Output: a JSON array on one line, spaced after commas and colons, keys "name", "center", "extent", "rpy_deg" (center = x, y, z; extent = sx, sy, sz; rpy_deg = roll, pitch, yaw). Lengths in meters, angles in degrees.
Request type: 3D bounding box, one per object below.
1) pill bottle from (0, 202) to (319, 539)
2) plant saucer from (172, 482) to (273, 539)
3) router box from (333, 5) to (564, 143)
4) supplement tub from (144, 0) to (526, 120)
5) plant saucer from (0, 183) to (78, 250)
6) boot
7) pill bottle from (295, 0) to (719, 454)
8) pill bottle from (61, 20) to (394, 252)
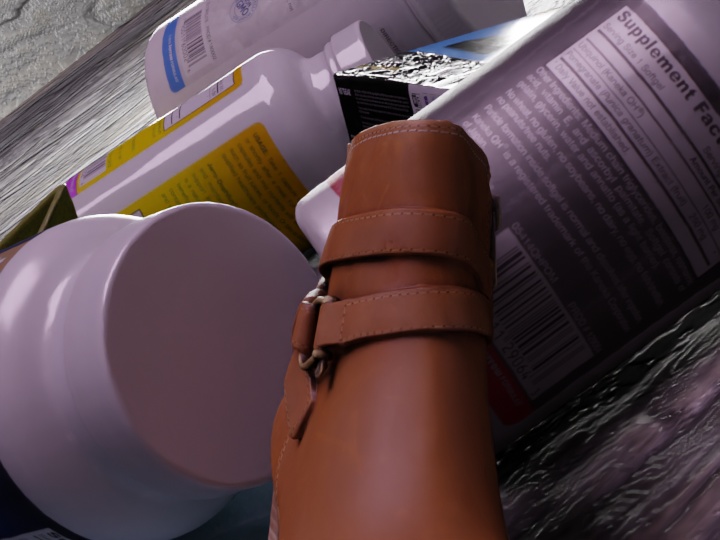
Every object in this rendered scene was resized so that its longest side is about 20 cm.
[{"name": "pill bottle", "center": [-0.103, 0.045, 0.758], "extent": [0.200, 0.116, 0.116], "rpy_deg": [-20, 21, 49]}, {"name": "plant saucer", "center": [-0.079, 0.125, 0.751], "extent": [0.200, 0.036, 0.200], "rpy_deg": [-33, 13, 9]}, {"name": "router box", "center": [0.085, -0.079, 0.908], "extent": [0.149, 0.051, 0.200], "rpy_deg": [-18, 11, -12]}, {"name": "supplement tub", "center": [-0.016, -0.134, 1.263], "extent": [0.200, 0.132, 0.132], "rpy_deg": [-28, 15, 25]}, {"name": "plant saucer", "center": [-0.202, 0.083, 1.022], "extent": [0.200, 0.048, 0.200], "rpy_deg": [-38, 24, 40]}, {"name": "boot", "center": [0.014, 0.036, 0.574], "extent": [0.200, 0.073, 0.155], "rpy_deg": [-173, 94, -74]}, {"name": "pill bottle", "center": [0.086, -0.035, 0.725], "extent": [0.200, 0.111, 0.111], "rpy_deg": [-36, 14, -1]}, {"name": "pill bottle", "center": [-0.063, -0.050, 1.152], "extent": [0.200, 0.104, 0.104], "rpy_deg": [-32, 14, 14]}]
